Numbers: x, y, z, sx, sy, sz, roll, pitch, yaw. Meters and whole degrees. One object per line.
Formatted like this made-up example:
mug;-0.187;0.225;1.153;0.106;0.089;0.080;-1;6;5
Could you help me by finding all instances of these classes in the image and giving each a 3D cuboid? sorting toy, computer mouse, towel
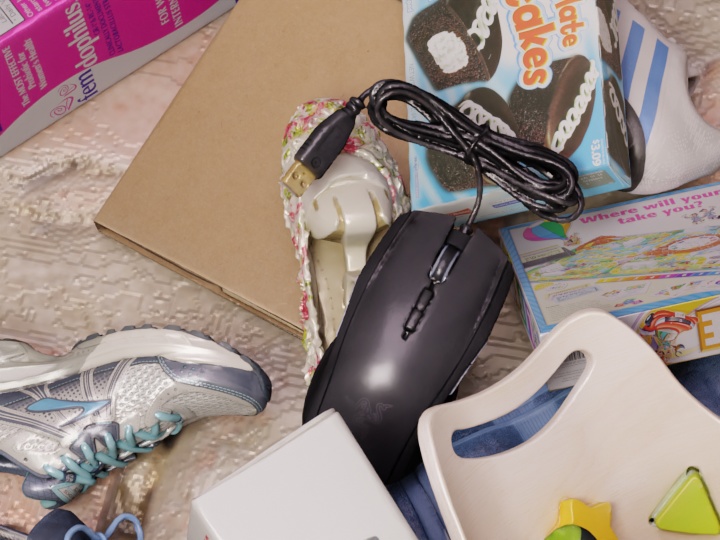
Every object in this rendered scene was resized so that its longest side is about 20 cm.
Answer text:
sorting toy;0.114;0.121;1.231;0.199;0.107;0.181;-30;92;-25
computer mouse;0.011;-0.001;1.290;0.140;0.046;0.201;32;85;5
towel;0.118;0.106;1.320;0.199;0.049;0.112;-23;63;-7

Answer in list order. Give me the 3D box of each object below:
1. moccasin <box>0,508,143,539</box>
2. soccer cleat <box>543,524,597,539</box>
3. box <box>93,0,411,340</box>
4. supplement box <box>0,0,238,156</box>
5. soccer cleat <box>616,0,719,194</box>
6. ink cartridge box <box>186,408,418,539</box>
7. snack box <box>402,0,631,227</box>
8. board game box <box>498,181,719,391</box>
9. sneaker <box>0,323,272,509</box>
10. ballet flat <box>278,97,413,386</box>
moccasin;-0.160;0.153;1.295;0.199;0.080;0.069;9;89;9
soccer cleat;0.080;0.212;1.104;0.081;0.067;0.201;21;74;-19
box;-0.031;-0.071;1.431;0.163;0.021;0.201;27;73;19
supplement box;-0.177;-0.163;1.460;0.199;0.101;0.103;-33;65;-11
soccer cleat;0.138;-0.121;1.437;0.086;0.070;0.201;-7;54;-27
ink cartridge box;0.001;0.181;1.207;0.083;0.146;0.201;-31;80;-11
snack box;0.081;-0.129;1.389;0.116;0.037;0.201;-13;65;24
board game box;0.181;-0.002;1.338;0.199;0.034;0.135;-12;25;-1
sneaker;-0.142;0.084;1.346;0.199;0.078;0.087;-6;64;13
ballet flat;0.000;0.000;1.348;0.075;0.064;0.201;-7;80;-10
